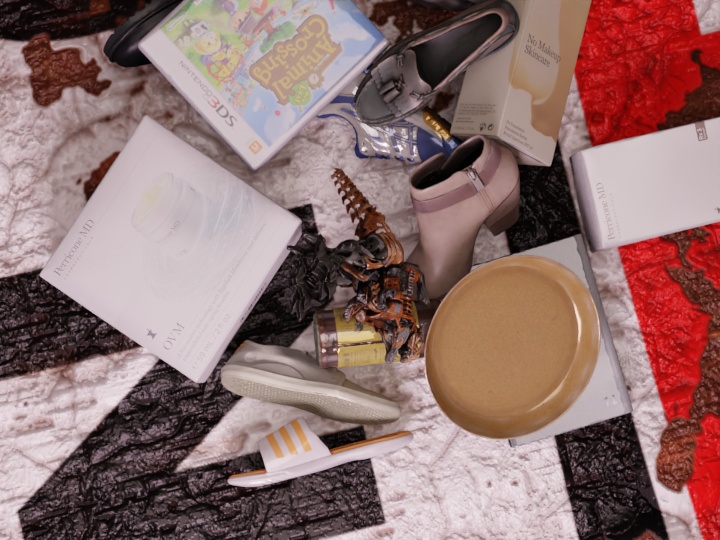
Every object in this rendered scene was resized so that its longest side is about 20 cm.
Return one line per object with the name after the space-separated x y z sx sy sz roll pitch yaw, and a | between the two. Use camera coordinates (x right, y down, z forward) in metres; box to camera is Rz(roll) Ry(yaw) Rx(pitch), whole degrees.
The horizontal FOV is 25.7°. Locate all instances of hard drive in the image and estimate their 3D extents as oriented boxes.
0.201 0.075 1.712 0.138 0.033 0.202 -16 87 -3 | hard drive

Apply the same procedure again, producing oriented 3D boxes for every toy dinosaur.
0.000 0.000 1.614 0.134 0.103 0.201 -9 54 -27 | toy dinosaur

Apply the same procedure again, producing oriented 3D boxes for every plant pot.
0.156 0.078 1.648 0.198 0.027 0.203 -5 107 -16 | plant pot

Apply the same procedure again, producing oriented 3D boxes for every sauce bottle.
0.050 0.064 1.662 0.197 0.065 0.066 -4 86 -7 | sauce bottle

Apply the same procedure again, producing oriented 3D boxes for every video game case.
-0.101 -0.236 1.651 0.200 0.022 0.182 -43 89 -7 | video game case

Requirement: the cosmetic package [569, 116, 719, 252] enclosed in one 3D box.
0.335 -0.096 1.706 0.198 0.081 0.114 -15 89 -4 | cosmetic package

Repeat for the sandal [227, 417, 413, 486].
-0.047 0.183 1.677 0.204 0.079 0.060 -14 85 -12 | sandal

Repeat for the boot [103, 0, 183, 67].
-0.153 -0.227 1.694 0.199 0.076 0.169 -32 84 -10 | boot

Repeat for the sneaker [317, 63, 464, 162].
0.040 -0.147 1.710 0.199 0.075 0.088 38 100 4 | sneaker

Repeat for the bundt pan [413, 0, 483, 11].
0.116 -0.362 1.671 0.075 0.201 0.204 28 85 -34 | bundt pan

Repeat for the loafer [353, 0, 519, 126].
0.072 -0.217 1.625 0.199 0.063 0.072 -33 91 13 | loafer

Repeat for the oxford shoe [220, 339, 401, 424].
-0.049 0.118 1.683 0.198 0.075 0.058 16 61 -2 | oxford shoe

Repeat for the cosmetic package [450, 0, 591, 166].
0.174 -0.223 1.685 0.105 0.071 0.202 20 81 -45 | cosmetic package

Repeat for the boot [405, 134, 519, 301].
0.084 -0.054 1.651 0.200 0.146 0.070 -42 53 -1 | boot

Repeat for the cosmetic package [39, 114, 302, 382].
-0.195 -0.020 1.658 0.199 0.123 0.200 33 85 1 | cosmetic package
